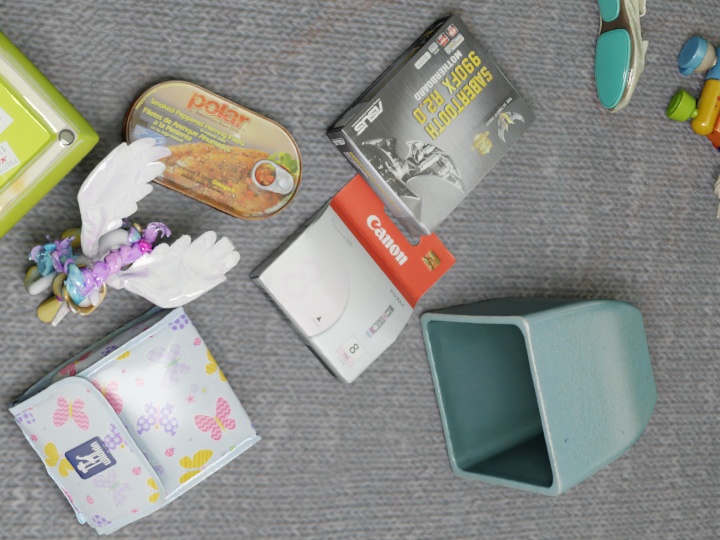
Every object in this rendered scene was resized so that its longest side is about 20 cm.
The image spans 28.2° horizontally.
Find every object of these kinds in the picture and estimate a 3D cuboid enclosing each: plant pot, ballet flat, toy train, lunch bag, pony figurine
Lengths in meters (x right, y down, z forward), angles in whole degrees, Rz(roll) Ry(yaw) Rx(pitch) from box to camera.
[{"bbox_3d":[-0.377,-0.127,1.353,0.200,0.181,0.199,-46,108,-13],"label":"plant pot"},{"bbox_3d":[0.315,-0.288,1.695,0.062,0.067,0.200,-5,94,-32],"label":"ballet flat"},{"bbox_3d":[0.217,0.119,1.610,0.200,0.196,0.197,-16,98,-31],"label":"plant pot"},{"bbox_3d":[0.421,-0.178,1.737,0.116,0.085,0.200,22,84,-11],"label":"toy train"},{"bbox_3d":[-0.229,0.153,1.456,0.200,0.127,0.170,-31,101,-11],"label":"lunch bag"},{"bbox_3d":[-0.242,-0.016,1.401,0.193,0.200,0.167,-42,106,-16],"label":"pony figurine"}]

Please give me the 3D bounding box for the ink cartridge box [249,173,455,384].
[{"bbox_3d":[0.000,0.000,1.585,0.200,0.057,0.163,-43,106,-11],"label":"ink cartridge box"}]

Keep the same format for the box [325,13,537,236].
[{"bbox_3d":[0.081,-0.162,1.603,0.200,0.048,0.158,-46,107,-19],"label":"box"}]

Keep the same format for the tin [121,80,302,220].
[{"bbox_3d":[-0.157,-0.127,1.521,0.200,0.042,0.112,24,87,-21],"label":"tin"}]
